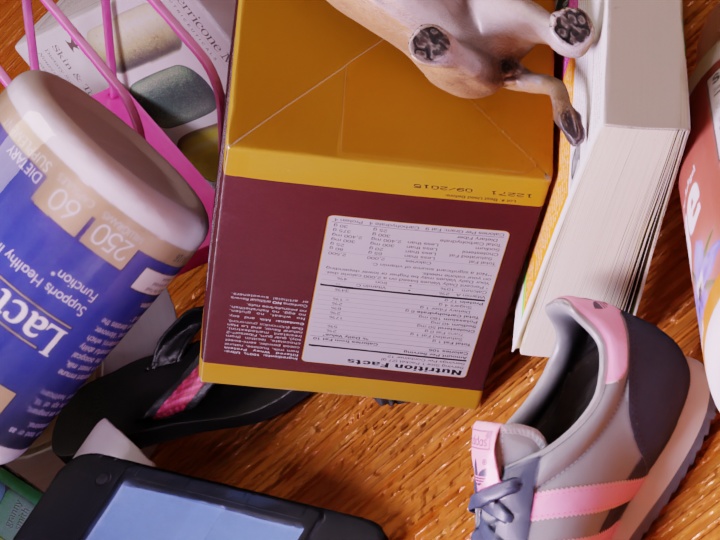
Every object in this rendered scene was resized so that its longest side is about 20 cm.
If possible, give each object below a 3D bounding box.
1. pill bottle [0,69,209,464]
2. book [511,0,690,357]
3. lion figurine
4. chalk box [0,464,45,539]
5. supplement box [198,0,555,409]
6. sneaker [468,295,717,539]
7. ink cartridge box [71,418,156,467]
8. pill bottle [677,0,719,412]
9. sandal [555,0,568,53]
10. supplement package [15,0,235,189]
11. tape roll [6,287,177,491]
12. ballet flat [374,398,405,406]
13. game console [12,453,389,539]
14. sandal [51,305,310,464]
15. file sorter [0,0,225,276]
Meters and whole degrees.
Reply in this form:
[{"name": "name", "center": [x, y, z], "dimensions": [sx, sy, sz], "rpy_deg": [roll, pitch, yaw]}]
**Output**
[{"name": "pill bottle", "center": [-0.172, 0.017, 1.123], "dimensions": [0.200, 0.116, 0.116], "rpy_deg": [-50, 24, 8]}, {"name": "book", "center": [0.097, -0.066, 0.985], "dimensions": [0.200, 0.048, 0.134], "rpy_deg": [97, 176, -64]}, {"name": "lion figurine", "center": [0.013, -0.116, 0.951], "dimensions": [0.072, 0.200, 0.122], "rpy_deg": [-41, -3, -5]}, {"name": "chalk box", "center": [-0.246, 0.149, 1.250], "dimensions": [0.200, 0.124, 0.125], "rpy_deg": [-22, 36, 53]}, {"name": "supplement box", "center": [0.005, -0.075, 1.089], "dimensions": [0.200, 0.132, 0.198], "rpy_deg": [103, 172, -58]}, {"name": "sneaker", "center": [0.062, 0.103, 0.956], "dimensions": [0.070, 0.082, 0.201], "rpy_deg": [-3, 55, 60]}, {"name": "ink cartridge box", "center": [-0.152, 0.186, 1.257], "dimensions": [0.201, 0.067, 0.116], "rpy_deg": [-55, 22, -3]}, {"name": "pill bottle", "center": [0.173, -0.027, 0.889], "dimensions": [0.112, 0.112, 0.201], "rpy_deg": [-41, 26, 27]}, {"name": "sandal", "center": [0.113, -0.075, 1.149], "dimensions": [0.082, 0.054, 0.201], "rpy_deg": [-36, 44, 37]}, {"name": "supplement package", "center": [-0.063, -0.137, 1.390], "dimensions": [0.151, 0.152, 0.200], "rpy_deg": [-49, 19, -29]}, {"name": "tape roll", "center": [-0.204, 0.047, 1.381], "dimensions": [0.203, 0.202, 0.071], "rpy_deg": [-52, 24, 3]}, {"name": "ballet flat", "center": [0.000, 0.000, 1.232], "dimensions": [0.057, 0.067, 0.200], "rpy_deg": [-28, 40, -4]}, {"name": "game console", "center": [-0.116, 0.136, 1.089], "dimensions": [0.199, 0.119, 0.173], "rpy_deg": [10, 54, 34]}, {"name": "sandal", "center": [-0.090, 0.053, 1.304], "dimensions": [0.199, 0.045, 0.075], "rpy_deg": [-21, 36, 22]}, {"name": "file sorter", "center": [-0.180, -0.058, 1.249], "dimensions": [0.199, 0.126, 0.139], "rpy_deg": [-25, 51, -22]}]
